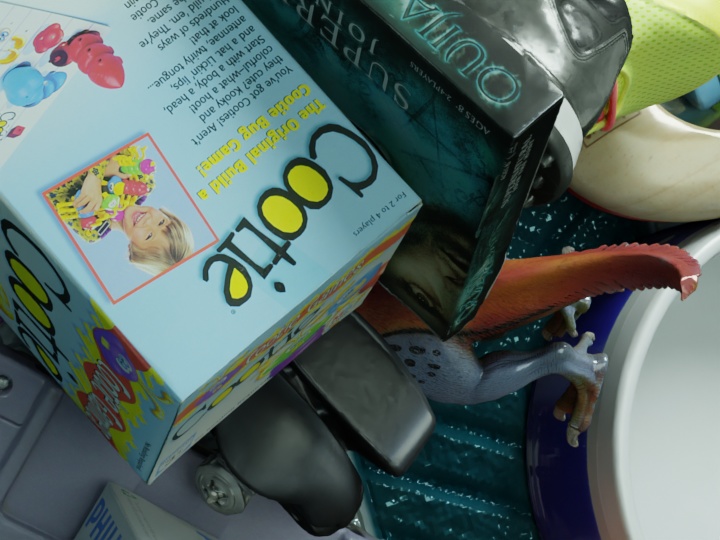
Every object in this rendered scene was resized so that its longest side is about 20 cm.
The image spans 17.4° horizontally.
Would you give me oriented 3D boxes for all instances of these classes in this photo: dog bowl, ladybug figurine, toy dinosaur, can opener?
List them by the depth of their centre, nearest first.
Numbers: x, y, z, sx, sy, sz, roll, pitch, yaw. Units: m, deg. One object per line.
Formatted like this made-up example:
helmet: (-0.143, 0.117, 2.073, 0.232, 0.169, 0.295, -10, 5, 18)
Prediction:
can opener: (-0.067, 0.015, 0.832, 0.200, 0.063, 0.079, 41, 66, 4)
toy dinosaur: (0.000, 0.000, 0.873, 0.180, 0.200, 0.106, 14, 53, -16)
ladybug figurine: (0.146, -0.087, 0.978, 0.199, 0.072, 0.136, -29, 77, -17)
dog bowl: (0.171, 0.075, 0.986, 0.198, 0.079, 0.202, 2, 86, -25)

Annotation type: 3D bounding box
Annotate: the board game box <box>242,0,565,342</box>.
board game box: (-0.025, -0.079, 0.767, 0.028, 0.136, 0.200, -39, 73, -24)

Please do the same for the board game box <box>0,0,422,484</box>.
board game box: (-0.091, -0.048, 0.758, 0.105, 0.103, 0.200, -39, 82, -21)

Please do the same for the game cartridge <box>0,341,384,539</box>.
game cartridge: (-0.089, 0.121, 0.861, 0.199, 0.038, 0.130, 29, 90, -22)

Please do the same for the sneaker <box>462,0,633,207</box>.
sneaker: (0.012, -0.112, 0.817, 0.200, 0.067, 0.091, 38, 62, 8)

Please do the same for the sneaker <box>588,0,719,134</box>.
sneaker: (0.050, -0.057, 0.868, 0.198, 0.078, 0.091, -13, 52, -5)

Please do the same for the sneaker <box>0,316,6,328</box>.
sneaker: (-0.196, 0.011, 0.806, 0.199, 0.088, 0.081, -14, 90, -29)

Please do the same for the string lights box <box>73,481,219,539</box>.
string lights box: (-0.105, 0.184, 0.799, 0.059, 0.103, 0.201, 30, 93, -20)
